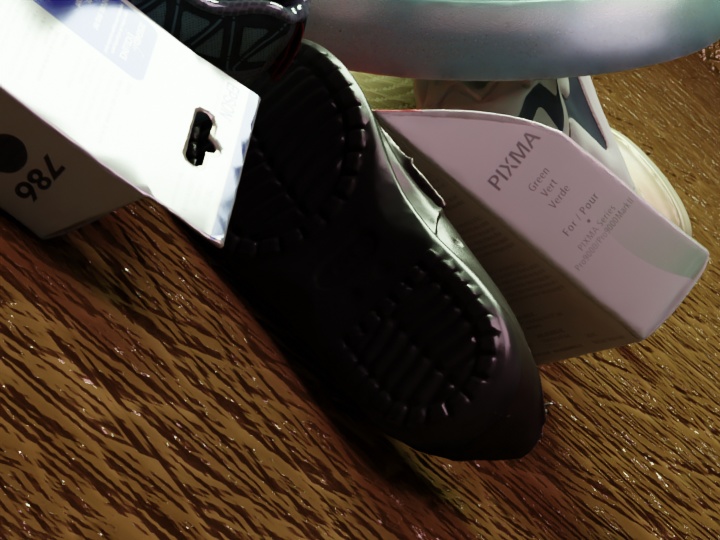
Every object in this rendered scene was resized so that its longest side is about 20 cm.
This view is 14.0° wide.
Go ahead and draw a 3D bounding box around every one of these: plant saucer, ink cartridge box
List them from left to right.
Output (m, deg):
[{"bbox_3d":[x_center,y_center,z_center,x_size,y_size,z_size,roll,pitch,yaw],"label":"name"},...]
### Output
[{"bbox_3d":[-0.122,-0.078,0.875,0.200,0.039,0.100,37,27,-14],"label":"ink cartridge box"},{"bbox_3d":[0.025,-0.044,1.130,0.200,0.050,0.161,41,-12,-6],"label":"ink cartridge box"},{"bbox_3d":[0.050,-0.115,1.177,0.200,0.027,0.200,0,19,0],"label":"plant saucer"}]

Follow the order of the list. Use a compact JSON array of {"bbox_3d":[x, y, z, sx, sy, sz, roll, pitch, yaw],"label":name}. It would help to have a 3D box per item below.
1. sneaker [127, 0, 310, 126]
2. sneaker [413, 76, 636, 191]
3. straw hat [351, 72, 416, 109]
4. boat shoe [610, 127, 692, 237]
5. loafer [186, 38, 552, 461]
[{"bbox_3d":[-0.090,-0.137,0.951,0.200,0.095,0.079,46,36,-26],"label":"sneaker"},{"bbox_3d":[0.076,-0.069,1.299,0.199,0.079,0.130,-88,163,-58],"label":"sneaker"},{"bbox_3d":[-0.035,-0.150,1.329,0.201,0.085,0.202,20,60,-41],"label":"straw hat"},{"bbox_3d":[0.076,-0.059,1.450,0.200,0.072,0.065,43,20,21],"label":"boat shoe"},{"bbox_3d":[0.000,0.000,0.990,0.071,0.073,0.200,48,8,-48],"label":"loafer"}]
